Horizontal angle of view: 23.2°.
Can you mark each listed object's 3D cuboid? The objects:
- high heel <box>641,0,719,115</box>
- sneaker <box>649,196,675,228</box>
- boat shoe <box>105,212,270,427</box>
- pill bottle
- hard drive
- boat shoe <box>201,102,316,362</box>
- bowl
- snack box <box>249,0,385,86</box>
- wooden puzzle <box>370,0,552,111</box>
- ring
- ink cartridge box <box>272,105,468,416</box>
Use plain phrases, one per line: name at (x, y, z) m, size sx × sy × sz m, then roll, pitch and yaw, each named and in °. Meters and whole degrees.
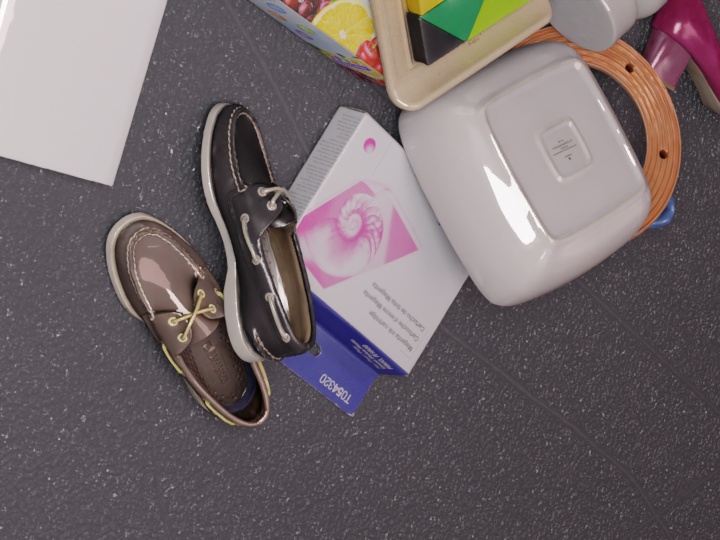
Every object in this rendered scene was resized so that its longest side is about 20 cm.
high heel at (0.352, -0.199, 1.677) m, size 0.199 × 0.067 × 0.097 m, roll 19°, pitch 102°, yaw -39°
sneaker at (0.210, -0.069, 1.590) m, size 0.198 × 0.085 × 0.078 m, roll -2°, pitch 105°, yaw -39°
boat shoe at (-0.128, 0.041, 1.352) m, size 0.072 × 0.059 × 0.201 m, roll -38°, pitch 125°, yaw -17°
pill bottle at (0.246, -0.291, 1.533) m, size 0.200 × 0.109 × 0.110 m, roll -46°, pitch 128°, yaw -19°
hard drive at (-0.204, -0.172, 1.243) m, size 0.131 × 0.027 × 0.202 m, roll 14°, pitch 94°, yaw -42°
boat shoe at (-0.075, -0.031, 1.341) m, size 0.074 × 0.060 × 0.202 m, roll -3°, pitch 86°, yaw -57°
bowl at (0.152, -0.091, 1.463) m, size 0.199 × 0.074 × 0.201 m, roll -28°, pitch 91°, yaw -35°
snack box at (-0.009, -0.261, 1.353) m, size 0.199 × 0.067 × 0.170 m, roll 32°, pitch 82°, yaw -44°
wooden puzzle at (0.077, -0.249, 1.363) m, size 0.184 × 0.037 × 0.202 m, roll -35°, pitch 126°, yaw -30°
ring at (0.192, -0.117, 1.550) m, size 0.198 × 0.019 × 0.203 m, roll 4°, pitch 79°, yaw -18°
ink cartridge box at (0.000, 0.000, 1.464) m, size 0.196 × 0.043 × 0.201 m, roll 40°, pitch 76°, yaw -41°
